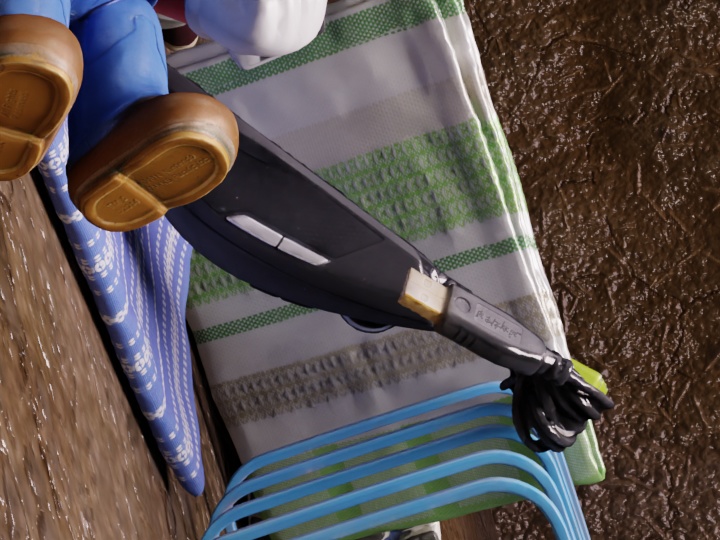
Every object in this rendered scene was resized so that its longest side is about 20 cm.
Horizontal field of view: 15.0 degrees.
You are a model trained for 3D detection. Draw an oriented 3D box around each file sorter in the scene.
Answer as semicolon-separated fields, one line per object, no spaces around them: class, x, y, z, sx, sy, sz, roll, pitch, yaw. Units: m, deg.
file sorter;0.017;0.123;0.916;0.200;0.138;0.123;-71;142;-83

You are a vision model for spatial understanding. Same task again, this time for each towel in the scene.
towel;-0.086;-0.042;0.924;0.145;0.024;0.200;-99;172;-51
towel;0.000;0.000;1.033;0.031;0.149;0.201;-33;106;-62

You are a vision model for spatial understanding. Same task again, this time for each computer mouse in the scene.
computer mouse;-0.006;0.002;0.900;0.200;0.046;0.140;36;1;-7

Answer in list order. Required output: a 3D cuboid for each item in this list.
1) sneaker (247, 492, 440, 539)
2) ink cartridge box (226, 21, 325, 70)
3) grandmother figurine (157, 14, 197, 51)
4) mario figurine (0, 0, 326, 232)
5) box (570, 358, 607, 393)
sneaker;-0.014;0.062;1.116;0.089;0.078;0.201;1;73;-83
ink cartridge box;-0.079;-0.202;0.951;0.200;0.047;0.198;59;-12;31
grandmother figurine;-0.083;-0.147;1.125;0.200;0.060;0.122;-102;167;-68
mario figurine;-0.077;-0.118;0.782;0.124;0.106;0.201;66;11;-51
box;0.016;0.020;1.248;0.200;0.048;0.122;30;-1;7
